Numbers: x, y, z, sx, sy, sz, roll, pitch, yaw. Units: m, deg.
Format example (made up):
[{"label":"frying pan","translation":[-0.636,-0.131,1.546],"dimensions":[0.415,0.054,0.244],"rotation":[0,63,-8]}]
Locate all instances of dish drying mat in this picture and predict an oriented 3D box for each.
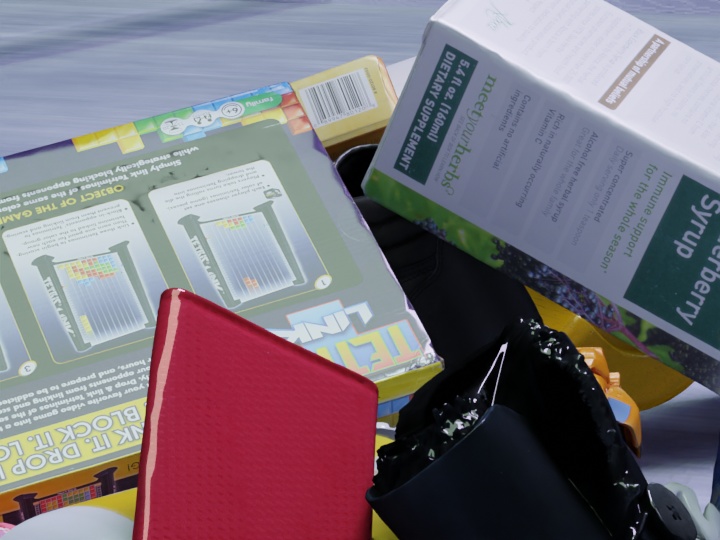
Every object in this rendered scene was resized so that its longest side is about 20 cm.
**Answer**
[{"label":"dish drying mat","translation":[-0.031,0.100,0.789],"dimensions":[0.077,0.201,0.018],"rotation":[26,-44,-27]}]

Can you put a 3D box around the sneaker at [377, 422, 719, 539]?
[{"label":"sneaker","translation":[0.045,0.102,1.005],"dimensions":[0.199,0.075,0.081],"rotation":[7,23,-19]}]

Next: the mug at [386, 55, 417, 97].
[{"label":"mug","translation":[0.024,-0.042,1.599],"dimensions":[0.152,0.150,0.187],"rotation":[-10,7,-11]}]

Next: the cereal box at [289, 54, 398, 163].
[{"label":"cereal box","translation":[-0.045,-0.005,1.270],"dimensions":[0.143,0.040,0.200],"rotation":[-20,-28,-4]}]

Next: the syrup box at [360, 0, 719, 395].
[{"label":"syrup box","translation":[0.111,-0.026,1.088],"dimensions":[0.199,0.079,0.081],"rotation":[30,34,10]}]

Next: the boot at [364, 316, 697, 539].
[{"label":"boot","translation":[0.091,0.084,0.873],"dimensions":[0.076,0.168,0.200],"rotation":[-36,-2,27]}]

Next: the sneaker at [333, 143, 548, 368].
[{"label":"sneaker","translation":[0.000,0.000,1.205],"dimensions":[0.071,0.100,0.200],"rotation":[-25,8,-30]}]

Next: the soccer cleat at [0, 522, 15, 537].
[{"label":"soccer cleat","translation":[-0.099,0.112,0.975],"dimensions":[0.199,0.074,0.068],"rotation":[-8,13,-44]}]

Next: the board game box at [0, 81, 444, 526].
[{"label":"board game box","translation":[-0.089,0.024,1.070],"dimensions":[0.199,0.057,0.166],"rotation":[-15,46,-12]}]

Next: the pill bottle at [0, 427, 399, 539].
[{"label":"pill bottle","translation":[-0.047,0.116,0.862],"dimensions":[0.112,0.113,0.199],"rotation":[10,15,41]}]

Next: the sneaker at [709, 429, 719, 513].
[{"label":"sneaker","translation":[0.179,0.071,1.146],"dimensions":[0.078,0.090,0.200],"rotation":[5,12,18]}]

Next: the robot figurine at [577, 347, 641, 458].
[{"label":"robot figurine","translation":[0.048,0.078,1.183],"dimensions":[0.144,0.059,0.200],"rotation":[-3,10,9]}]

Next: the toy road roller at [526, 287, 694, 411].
[{"label":"toy road roller","translation":[0.141,0.018,1.345],"dimensions":[0.146,0.200,0.123],"rotation":[-47,26,-11]}]
